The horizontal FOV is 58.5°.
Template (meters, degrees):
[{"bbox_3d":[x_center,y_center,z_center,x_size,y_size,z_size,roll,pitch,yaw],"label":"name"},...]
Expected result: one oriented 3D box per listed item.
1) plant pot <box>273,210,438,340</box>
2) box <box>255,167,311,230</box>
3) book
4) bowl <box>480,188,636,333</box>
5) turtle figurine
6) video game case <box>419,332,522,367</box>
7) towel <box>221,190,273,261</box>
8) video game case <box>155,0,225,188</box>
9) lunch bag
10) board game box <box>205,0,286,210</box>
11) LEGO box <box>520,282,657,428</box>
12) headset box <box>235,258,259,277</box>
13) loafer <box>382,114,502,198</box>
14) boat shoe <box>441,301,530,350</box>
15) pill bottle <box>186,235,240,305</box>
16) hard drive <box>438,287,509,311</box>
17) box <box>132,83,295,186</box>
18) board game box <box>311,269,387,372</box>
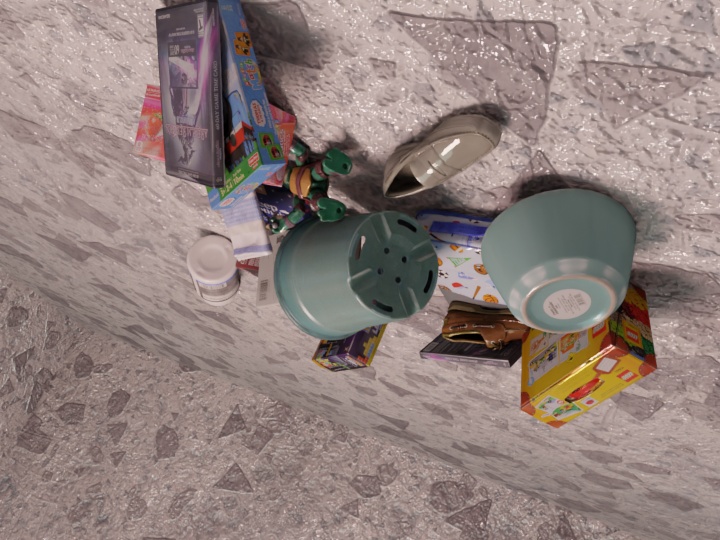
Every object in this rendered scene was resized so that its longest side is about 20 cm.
[{"bbox_3d":[0.000,0.000,0.940,0.200,0.201,0.196,33,160,-22],"label":"plant pot"},{"bbox_3d":[-0.149,-0.123,1.125,0.120,0.033,0.200,17,156,15],"label":"box"},{"bbox_3d":[-0.094,-0.010,1.120,0.199,0.135,0.048,-10,157,30],"label":"book"},{"bbox_3d":[0.257,0.005,0.820,0.199,0.106,0.202,2,137,2],"label":"bowl"},{"bbox_3d":[-0.089,-0.133,0.962,0.199,0.100,0.151,16,117,53],"label":"turtle figurine"},{"bbox_3d":[0.227,0.130,1.197,0.199,0.143,0.019,0,114,46],"label":"video game case"},{"bbox_3d":[-0.198,-0.114,1.022,0.147,0.024,0.202,-2,107,61],"label":"towel"},{"bbox_3d":[-0.203,-0.208,0.766,0.019,0.202,0.142,-10,-161,-37],"label":"video game case"},{"bbox_3d":[0.175,-0.023,0.975,0.199,0.076,0.161,10,150,28],"label":"lunch bag"},{"bbox_3d":[-0.163,-0.193,0.774,0.036,0.202,0.151,-11,171,-36],"label":"board game box"},{"bbox_3d":[0.329,0.119,0.958,0.077,0.150,0.200,27,135,-12],"label":"LEGO box"},{"bbox_3d":[-0.136,-0.010,1.271,0.199,0.076,0.148,9,167,32],"label":"headset box"},{"bbox_3d":[0.096,-0.135,0.803,0.070,0.070,0.200,32,156,-21],"label":"loafer"},{"bbox_3d":[0.238,0.109,1.125,0.199,0.068,0.072,5,150,35],"label":"boat shoe"},{"bbox_3d":[-0.335,0.008,1.490,0.113,0.114,0.200,23,158,0],"label":"pill bottle"},{"bbox_3d":[0.244,0.052,1.129,0.199,0.033,0.140,9,153,32],"label":"hard drive"},{"bbox_3d":[-0.203,-0.190,0.900,0.199,0.103,0.095,15,-177,22],"label":"box"},{"bbox_3d":[-0.003,0.091,1.238,0.056,0.201,0.165,31,156,-17],"label":"board game box"}]
